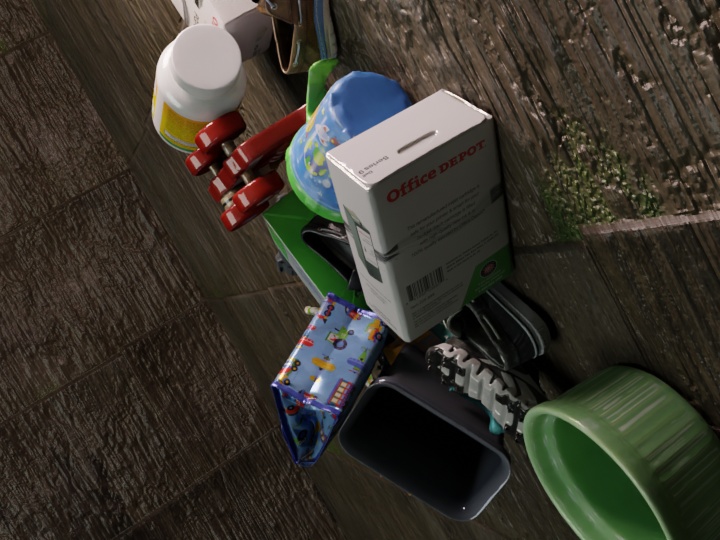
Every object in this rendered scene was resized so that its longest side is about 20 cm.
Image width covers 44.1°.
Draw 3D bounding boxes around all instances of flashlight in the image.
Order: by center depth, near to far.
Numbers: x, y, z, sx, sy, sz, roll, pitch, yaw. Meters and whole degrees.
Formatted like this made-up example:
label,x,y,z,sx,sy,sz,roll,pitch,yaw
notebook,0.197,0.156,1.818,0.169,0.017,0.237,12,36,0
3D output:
label,x,y,z,sx,sy,sz,roll,pitch,yaw
flashlight,-0.111,-0.058,1.503,0.067,0.069,0.200,19,158,8

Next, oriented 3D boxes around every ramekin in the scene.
label,x,y,z,sx,sy,sz,roll,pitch,yaw
ramekin,0.254,0.187,0.833,0.200,0.097,0.201,50,161,25

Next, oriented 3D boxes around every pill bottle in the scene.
label,x,y,z,sx,sy,sz,roll,pitch,yaw
pill bottle,-0.205,-0.231,1.131,0.113,0.112,0.200,58,161,2

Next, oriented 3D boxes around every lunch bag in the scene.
label,x,y,z,sx,sy,sz,roll,pitch,yaw
lunch bag,-0.035,0.154,1.130,0.093,0.151,0.201,22,145,14

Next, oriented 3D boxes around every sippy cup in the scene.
label,x,y,z,sx,sy,sz,roll,pitch,yaw
sippy cup,-0.003,-0.141,0.965,0.177,0.140,0.131,33,149,0

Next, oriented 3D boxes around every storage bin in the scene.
label,x,y,z,sx,sy,sz,roll,pitch,yaw
storage bin,0.088,0.197,1.117,0.199,0.135,0.146,32,121,1

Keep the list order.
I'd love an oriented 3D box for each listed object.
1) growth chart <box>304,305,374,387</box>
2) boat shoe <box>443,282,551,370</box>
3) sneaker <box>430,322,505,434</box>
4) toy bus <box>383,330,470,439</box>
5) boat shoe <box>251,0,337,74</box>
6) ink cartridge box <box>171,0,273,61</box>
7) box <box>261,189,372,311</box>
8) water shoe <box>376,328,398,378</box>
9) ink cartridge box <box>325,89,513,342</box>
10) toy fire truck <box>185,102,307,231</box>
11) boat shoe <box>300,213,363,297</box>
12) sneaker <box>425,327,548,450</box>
label,x,y,z,sx,sy,sz,roll,pitch,yaw
growth chart,-0.013,0.128,1.303,0.201,0.018,0.145,53,171,0
boat shoe,0.123,0.042,0.986,0.200,0.070,0.073,37,148,54
sneaker,0.131,0.109,1.075,0.200,0.079,0.078,50,161,27
toy bus,0.096,0.139,1.223,0.201,0.078,0.065,60,163,-4
boat shoe,-0.078,-0.303,0.972,0.072,0.072,0.201,40,155,45
ink cartridge box,-0.199,-0.382,1.156,0.201,0.082,0.147,57,163,5
box,-0.037,-0.010,1.258,0.201,0.096,0.177,53,173,9
water shoe,0.053,0.155,1.367,0.200,0.078,0.072,46,159,36
ink cartridge box,0.064,-0.053,0.877,0.084,0.145,0.201,42,156,44
toy fire truck,-0.124,-0.149,1.153,0.113,0.167,0.200,57,157,0
boat shoe,0.000,-0.002,1.111,0.200,0.066,0.075,47,143,18
sneaker,0.172,0.126,0.985,0.199,0.090,0.067,36,147,29
